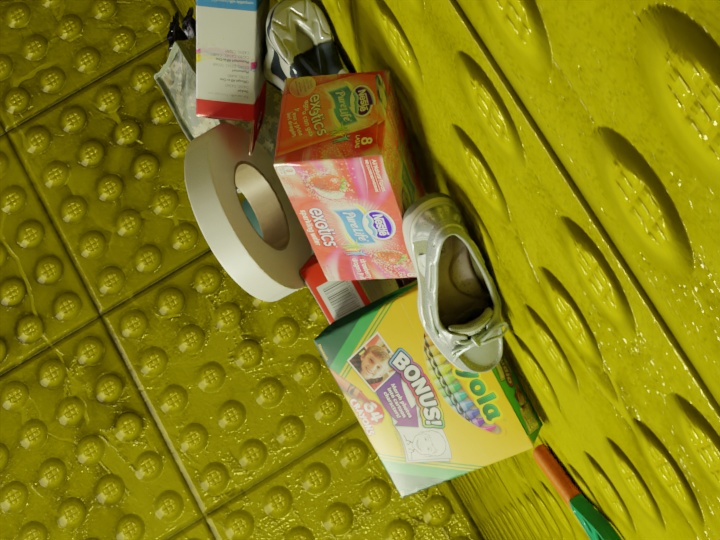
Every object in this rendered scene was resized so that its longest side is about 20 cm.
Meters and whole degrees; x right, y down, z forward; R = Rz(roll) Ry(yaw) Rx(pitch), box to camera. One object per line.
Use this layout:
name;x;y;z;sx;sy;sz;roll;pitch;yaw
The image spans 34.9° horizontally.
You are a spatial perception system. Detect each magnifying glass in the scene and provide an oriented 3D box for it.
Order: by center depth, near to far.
magnifying glass;0.237;0.256;1.195;0.200;0.022;0.080;53;172;48

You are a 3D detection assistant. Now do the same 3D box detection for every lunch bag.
lunch bag;-0.139;-0.206;1.457;0.202;0.163;0.117;60;147;4

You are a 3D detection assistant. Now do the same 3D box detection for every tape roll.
tape roll;-0.121;-0.065;1.263;0.203;0.037;0.204;52;-157;-32

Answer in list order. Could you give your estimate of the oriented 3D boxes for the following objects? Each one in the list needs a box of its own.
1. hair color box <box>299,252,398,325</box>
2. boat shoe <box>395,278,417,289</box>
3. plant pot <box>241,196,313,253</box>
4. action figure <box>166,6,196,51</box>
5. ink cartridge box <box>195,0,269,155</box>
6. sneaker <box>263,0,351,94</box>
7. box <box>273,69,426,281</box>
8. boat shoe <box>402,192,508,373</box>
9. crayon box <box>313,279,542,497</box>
hair color box;0.000;0.000;1.351;0.103;0.061;0.200;60;-159;-9
boat shoe;0.039;-0.032;1.288;0.202;0.067;0.072;60;176;9
plant pot;-0.081;-0.097;1.659;0.200;0.196;0.137;-136;53;-74
action figure;-0.168;-0.317;1.627;0.198;0.104;0.118;20;164;-29
ink cartridge box;-0.137;-0.240;1.231;0.117;0.066;0.203;-83;-1;-61
sneaker;-0.049;-0.192;1.212;0.201;0.079;0.130;61;177;-19
box;-0.003;-0.081;1.053;0.201;0.101;0.096;68;-157;-57
boat shoe;0.091;0.025;1.045;0.065;0.073;0.204;-119;9;-53
crayon box;0.072;0.119;1.216;0.202;0.171;0.058;60;-150;-6
